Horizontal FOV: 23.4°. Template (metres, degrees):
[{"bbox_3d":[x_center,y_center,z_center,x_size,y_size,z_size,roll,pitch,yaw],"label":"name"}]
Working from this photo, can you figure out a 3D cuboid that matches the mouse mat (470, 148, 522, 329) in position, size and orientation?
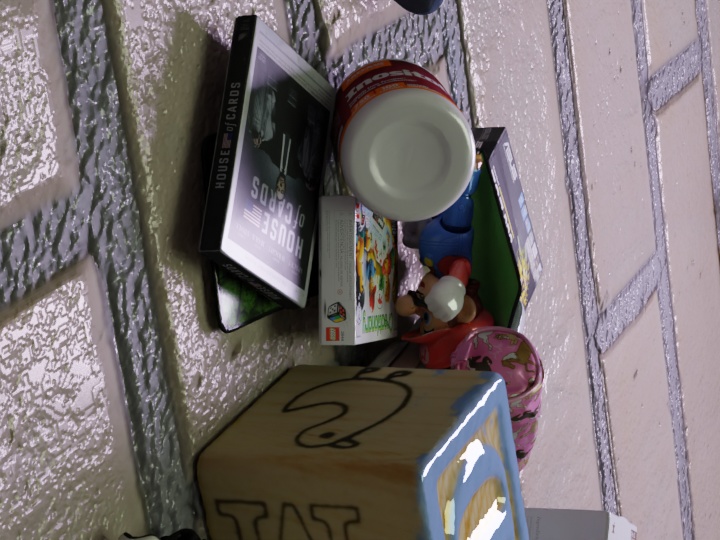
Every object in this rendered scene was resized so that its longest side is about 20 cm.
[{"bbox_3d":[0.120,0.002,1.636,0.200,0.008,0.161,96,-15,-56],"label":"mouse mat"}]

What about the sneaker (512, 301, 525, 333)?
[{"bbox_3d":[0.107,0.113,1.769,0.200,0.073,0.071,-57,156,-20],"label":"sneaker"}]

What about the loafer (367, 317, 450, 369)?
[{"bbox_3d":[0.061,0.090,1.666,0.200,0.063,0.072,-38,160,-55],"label":"loafer"}]

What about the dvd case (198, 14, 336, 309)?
[{"bbox_3d":[-0.073,-0.085,1.413,0.150,0.025,0.200,37,56,-59],"label":"dvd case"}]

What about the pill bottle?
[{"bbox_3d":[0.030,-0.121,1.504,0.200,0.113,0.113,-110,-170,-71],"label":"pill bottle"}]

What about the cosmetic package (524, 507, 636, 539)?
[{"bbox_3d":[0.168,0.280,1.750,0.102,0.200,0.074,32,62,-59],"label":"cosmetic package"}]

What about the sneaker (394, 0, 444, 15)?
[{"bbox_3d":[0.012,-0.276,1.557,0.202,0.077,0.146,53,32,-37],"label":"sneaker"}]

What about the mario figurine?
[{"bbox_3d":[0.065,-0.009,1.599,0.123,0.106,0.200,1,90,-63],"label":"mario figurine"}]

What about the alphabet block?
[{"bbox_3d":[0.009,0.203,1.430,0.195,0.200,0.197,-40,126,-58],"label":"alphabet block"}]

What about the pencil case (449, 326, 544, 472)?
[{"bbox_3d":[0.121,0.127,1.604,0.200,0.086,0.083,92,-22,-60],"label":"pencil case"}]

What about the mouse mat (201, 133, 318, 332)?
[{"bbox_3d":[-0.075,-0.045,1.460,0.200,0.008,0.161,-25,112,-63],"label":"mouse mat"}]

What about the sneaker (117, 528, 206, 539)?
[{"bbox_3d":[-0.120,0.241,1.307,0.200,0.076,0.088,28,65,-61],"label":"sneaker"}]

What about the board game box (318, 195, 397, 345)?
[{"bbox_3d":[0.000,0.000,1.545,0.200,0.035,0.126,-2,92,-78],"label":"board game box"}]

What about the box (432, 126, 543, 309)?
[{"bbox_3d":[0.134,-0.027,1.853,0.161,0.049,0.200,-62,143,-46],"label":"box"}]
